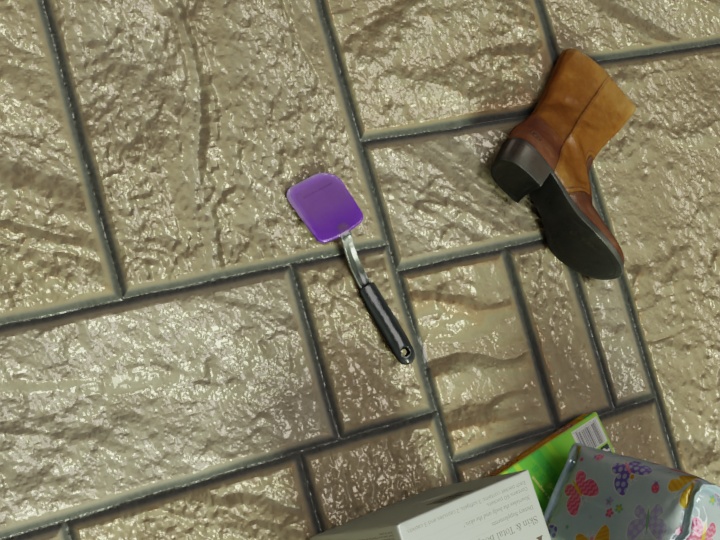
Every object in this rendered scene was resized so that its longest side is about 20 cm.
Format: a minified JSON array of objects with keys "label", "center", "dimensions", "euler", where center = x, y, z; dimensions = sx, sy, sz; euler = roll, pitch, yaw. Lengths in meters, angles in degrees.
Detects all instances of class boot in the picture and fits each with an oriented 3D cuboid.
[{"label":"boot","center":[0.239,-0.111,1.612],"dimensions":[0.188,0.068,0.200],"euler":[42,52,-7]}]

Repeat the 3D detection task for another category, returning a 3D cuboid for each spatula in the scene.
[{"label":"spatula","center":[0.000,0.000,1.444],"dimensions":[0.056,0.021,0.200],"euler":[-31,96,-21]}]

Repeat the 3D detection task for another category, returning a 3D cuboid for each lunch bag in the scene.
[{"label":"lunch bag","center":[0.298,0.260,1.452],"dimensions":[0.200,0.170,0.127],"euler":[28,81,-39]}]

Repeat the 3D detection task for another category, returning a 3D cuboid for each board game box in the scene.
[{"label":"board game box","center":[0.177,0.223,1.492],"dimensions":[0.200,0.030,0.096],"euler":[-27,93,-37]}]

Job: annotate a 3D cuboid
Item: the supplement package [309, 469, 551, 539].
[{"label":"supplement package","center":[0.081,0.298,1.338],"dimensions":[0.152,0.151,0.200],"euler":[-16,86,-34]}]
